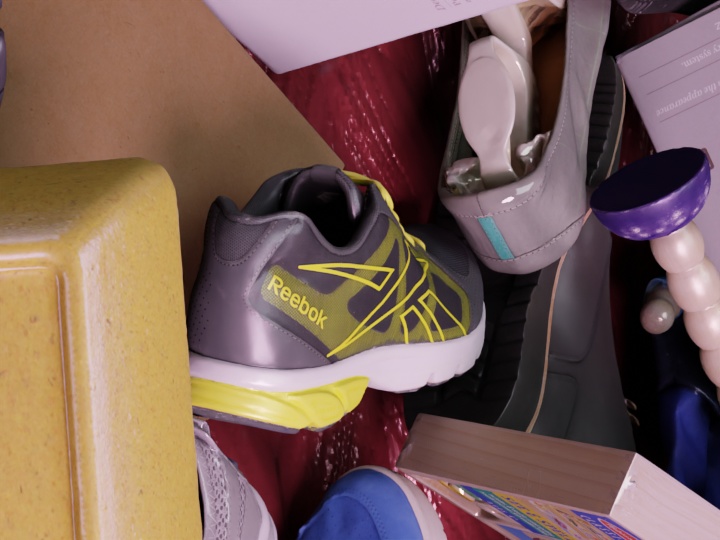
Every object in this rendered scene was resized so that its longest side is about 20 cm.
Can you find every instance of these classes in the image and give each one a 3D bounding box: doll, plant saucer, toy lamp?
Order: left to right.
[{"bbox_3d":[-0.143,0.069,0.553,0.198,0.048,0.202,-4,83,-8],"label":"plant saucer"},{"bbox_3d":[0.159,0.064,0.918,0.137,0.048,0.202,56,32,-49],"label":"doll"},{"bbox_3d":[0.159,0.047,0.814,0.058,0.058,0.201,-45,117,-39],"label":"toy lamp"}]

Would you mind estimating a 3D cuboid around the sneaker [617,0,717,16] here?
[{"bbox_3d":[0.132,-0.170,0.883,0.105,0.060,0.199,58,23,15],"label":"sneaker"}]

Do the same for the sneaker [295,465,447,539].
[{"bbox_3d":[-0.032,0.159,0.708,0.111,0.076,0.202,31,68,-47],"label":"sneaker"}]

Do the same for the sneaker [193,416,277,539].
[{"bbox_3d":[-0.096,0.133,0.635,0.082,0.074,0.201,77,31,-49],"label":"sneaker"}]

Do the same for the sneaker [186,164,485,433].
[{"bbox_3d":[0.000,0.000,0.730,0.200,0.074,0.086,-27,127,-64],"label":"sneaker"}]

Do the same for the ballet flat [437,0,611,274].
[{"bbox_3d":[0.068,-0.092,0.829,0.064,0.067,0.202,47,38,-42],"label":"ballet flat"}]

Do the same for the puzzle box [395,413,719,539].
[{"bbox_3d":[0.123,0.117,0.749,0.199,0.133,0.026,35,74,-29],"label":"puzzle box"}]

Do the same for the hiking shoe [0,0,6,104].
[{"bbox_3d":[-0.184,-0.128,0.604,0.100,0.076,0.202,-21,81,-22],"label":"hiking shoe"}]

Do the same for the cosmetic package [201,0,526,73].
[{"bbox_3d":[0.027,-0.150,0.731,0.071,0.199,0.102,39,59,-33],"label":"cosmetic package"}]

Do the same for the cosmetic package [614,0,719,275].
[{"bbox_3d":[0.206,-0.028,0.884,0.202,0.106,0.090,65,19,6],"label":"cosmetic package"}]

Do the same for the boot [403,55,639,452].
[{"bbox_3d":[0.092,0.020,0.871,0.138,0.077,0.201,44,60,-42],"label":"boot"}]

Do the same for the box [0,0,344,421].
[{"bbox_3d":[-0.101,-0.046,0.713,0.200,0.021,0.164,47,54,-28],"label":"box"}]
